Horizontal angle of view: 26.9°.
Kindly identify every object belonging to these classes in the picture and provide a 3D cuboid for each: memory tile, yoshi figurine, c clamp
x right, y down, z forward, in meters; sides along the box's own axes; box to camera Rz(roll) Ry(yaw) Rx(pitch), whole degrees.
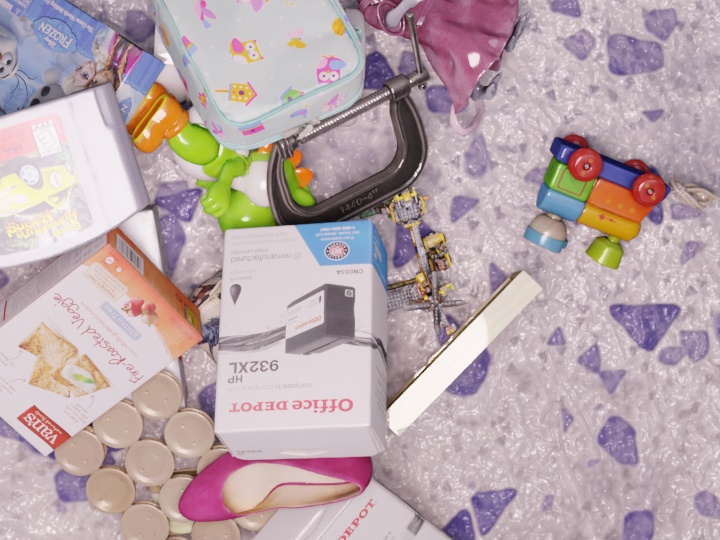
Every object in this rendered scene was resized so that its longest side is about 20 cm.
[{"bbox_3d":[-0.189,0.204,1.479,0.153,0.017,0.200,-37,102,12],"label":"memory tile"},{"bbox_3d":[-0.138,-0.087,1.433,0.200,0.112,0.113,32,57,-28],"label":"yoshi figurine"},{"bbox_3d":[-0.011,-0.127,1.422,0.200,0.027,0.171,-33,130,-13],"label":"c clamp"}]

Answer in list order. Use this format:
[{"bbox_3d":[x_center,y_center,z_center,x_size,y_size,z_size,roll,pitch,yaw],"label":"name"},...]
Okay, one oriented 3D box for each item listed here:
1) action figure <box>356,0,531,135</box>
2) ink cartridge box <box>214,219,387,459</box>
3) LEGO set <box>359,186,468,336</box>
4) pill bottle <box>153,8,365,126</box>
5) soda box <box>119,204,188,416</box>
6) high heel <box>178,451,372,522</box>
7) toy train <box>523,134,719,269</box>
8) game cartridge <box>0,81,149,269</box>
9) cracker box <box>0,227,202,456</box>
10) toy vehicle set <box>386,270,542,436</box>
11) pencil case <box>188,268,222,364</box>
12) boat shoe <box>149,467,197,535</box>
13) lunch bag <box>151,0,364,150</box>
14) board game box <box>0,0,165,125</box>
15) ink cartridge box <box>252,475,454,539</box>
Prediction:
[{"bbox_3d":[0.060,-0.253,1.494,0.199,0.134,0.149,24,136,4],"label":"action figure"},{"bbox_3d":[-0.052,0.064,1.383,0.144,0.084,0.201,-3,66,9],"label":"ink cartridge box"},{"bbox_3d":[0.000,0.000,1.487,0.199,0.116,0.155,-9,97,-5],"label":"LEGO set"},{"bbox_3d":[-0.099,-0.202,1.455,0.199,0.114,0.115,4,96,-7],"label":"pill bottle"},{"bbox_3d":[-0.218,0.039,1.492,0.063,0.068,0.201,-9,98,-3],"label":"soda box"},{"bbox_3d":[-0.082,0.209,1.415,0.199,0.096,0.068,-17,114,6],"label":"high heel"},{"bbox_3d":[0.272,-0.051,1.535,0.199,0.085,0.116,21,104,-8],"label":"toy train"},{"bbox_3d":[-0.295,-0.075,1.335,0.199,0.041,0.134,-19,103,-6],"label":"game cartridge"},{"bbox_3d":[-0.266,0.065,1.411,0.200,0.058,0.134,-36,118,12],"label":"cracker box"},{"bbox_3d":[0.097,0.081,1.503,0.027,0.124,0.200,44,91,2],"label":"toy vehicle set"},{"bbox_3d":[-0.095,0.091,1.500,0.078,0.089,0.200,-43,98,-7],"label":"pencil case"},{"bbox_3d":[-0.113,0.210,1.524,0.200,0.073,0.063,-15,103,3],"label":"boat shoe"},{"bbox_3d":[-0.089,-0.211,1.356,0.160,0.077,0.201,-24,72,-14],"label":"lunch bag"},{"bbox_3d":[-0.310,-0.158,1.418,0.200,0.043,0.199,33,93,29],"label":"board game box"},{"bbox_3d":[0.004,0.288,1.495,0.146,0.084,0.200,-50,125,-4],"label":"ink cartridge box"}]
